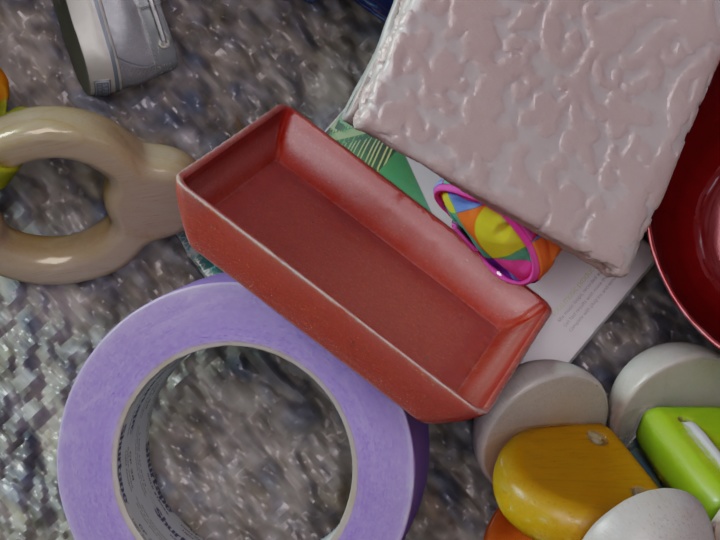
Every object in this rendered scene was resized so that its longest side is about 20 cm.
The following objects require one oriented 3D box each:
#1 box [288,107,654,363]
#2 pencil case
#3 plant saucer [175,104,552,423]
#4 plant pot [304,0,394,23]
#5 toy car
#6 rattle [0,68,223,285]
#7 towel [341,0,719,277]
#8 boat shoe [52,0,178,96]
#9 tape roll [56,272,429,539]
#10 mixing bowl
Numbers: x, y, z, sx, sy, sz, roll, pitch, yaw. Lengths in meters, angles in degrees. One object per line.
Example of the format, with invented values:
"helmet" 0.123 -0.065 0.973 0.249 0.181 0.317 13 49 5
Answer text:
"box" 0.055 -0.019 1.380 0.200 0.036 0.145 40 82 5
"pencil case" 0.127 -0.084 1.340 0.088 0.088 0.200 42 69 3
"plant saucer" 0.000 0.000 1.277 0.199 0.200 0.037 37 110 3
"plant pot" 0.011 -0.250 1.319 0.179 0.200 0.201 20 80 38
"toy car" 0.158 0.142 1.310 0.198 0.175 0.151 -7 126 -25
"rattle" -0.146 -0.065 1.375 0.198 0.143 0.131 -1 119 -10
"towel" 0.106 -0.124 1.259 0.190 0.032 0.201 27 84 -23
"boat shoe" -0.153 -0.205 1.387 0.071 0.070 0.203 -13 86 -15
"tape roll" -0.063 0.103 1.310 0.198 0.085 0.202 1 94 8
"mixing bowl" 0.254 -0.030 1.353 0.198 0.108 0.202 0 83 -2
